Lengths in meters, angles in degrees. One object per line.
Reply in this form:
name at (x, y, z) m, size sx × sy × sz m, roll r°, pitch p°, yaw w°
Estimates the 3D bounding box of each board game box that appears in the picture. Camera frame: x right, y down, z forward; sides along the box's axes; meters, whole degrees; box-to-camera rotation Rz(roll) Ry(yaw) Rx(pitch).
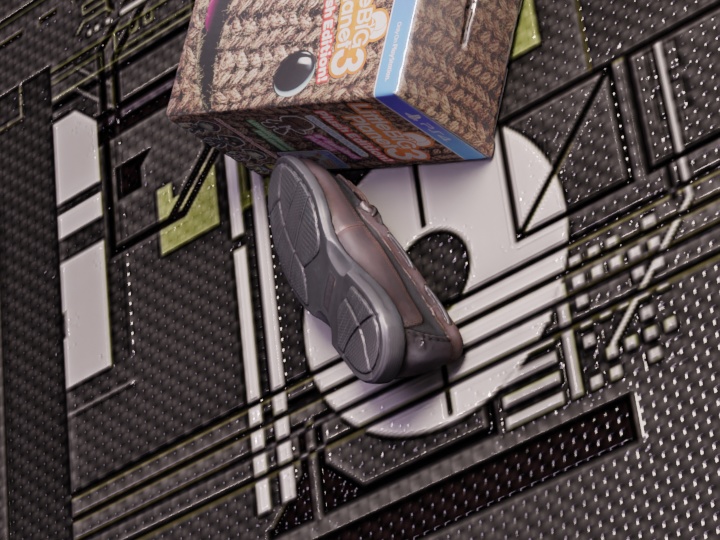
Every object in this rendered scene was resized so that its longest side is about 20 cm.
board game box at (-0.006, -0.156, 1.551) m, size 0.199 × 0.097 × 0.161 m, roll -3°, pitch 67°, yaw 41°

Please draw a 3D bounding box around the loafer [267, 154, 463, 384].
loafer at (0.000, 0.000, 1.506) m, size 0.200 × 0.063 × 0.072 m, roll 59°, pitch 141°, yaw 47°
